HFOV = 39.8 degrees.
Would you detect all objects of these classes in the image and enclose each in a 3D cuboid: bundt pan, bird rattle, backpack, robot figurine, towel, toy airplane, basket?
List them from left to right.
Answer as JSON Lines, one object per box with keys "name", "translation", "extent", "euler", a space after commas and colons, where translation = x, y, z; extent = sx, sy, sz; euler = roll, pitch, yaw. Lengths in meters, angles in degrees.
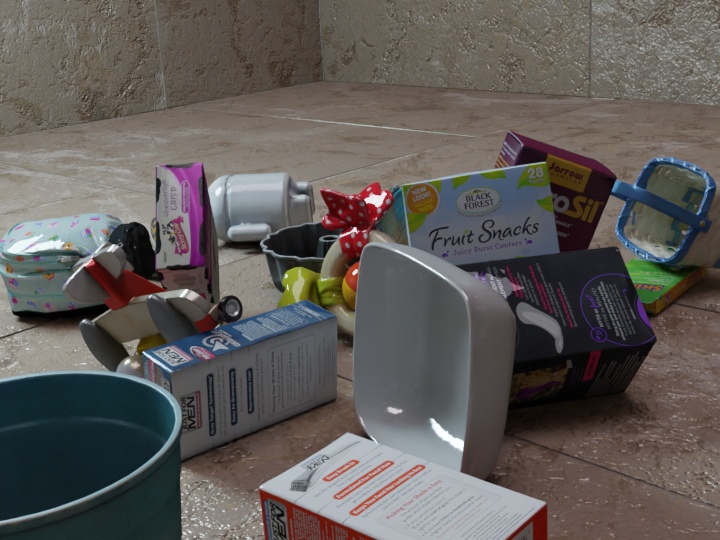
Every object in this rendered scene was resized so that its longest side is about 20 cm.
{"name": "backpack", "translation": [-0.398, -0.007, 1.383], "extent": [0.197, 0.128, 0.167], "euler": [-5, 20, 4]}
{"name": "toy airplane", "translation": [-0.235, 0.063, 1.074], "extent": [0.197, 0.142, 0.200], "euler": [11, -24, 9]}
{"name": "robot figurine", "translation": [-0.178, -0.105, 1.671], "extent": [0.197, 0.114, 0.170], "euler": [-1, 34, 5]}
{"name": "bundt pan", "translation": [-0.041, -0.010, 1.407], "extent": [0.199, 0.077, 0.202], "euler": [-2, 17, 1]}
{"name": "bird rattle", "translation": [0.000, 0.000, 1.210], "extent": [0.163, 0.201, 0.112], "euler": [41, 15, 27]}
{"name": "towel", "translation": [0.064, -0.028, 1.349], "extent": [0.022, 0.148, 0.200], "euler": [-26, 11, 18]}
{"name": "basket", "translation": [0.403, -0.083, 1.330], "extent": [0.199, 0.140, 0.176], "euler": [25, 9, -20]}

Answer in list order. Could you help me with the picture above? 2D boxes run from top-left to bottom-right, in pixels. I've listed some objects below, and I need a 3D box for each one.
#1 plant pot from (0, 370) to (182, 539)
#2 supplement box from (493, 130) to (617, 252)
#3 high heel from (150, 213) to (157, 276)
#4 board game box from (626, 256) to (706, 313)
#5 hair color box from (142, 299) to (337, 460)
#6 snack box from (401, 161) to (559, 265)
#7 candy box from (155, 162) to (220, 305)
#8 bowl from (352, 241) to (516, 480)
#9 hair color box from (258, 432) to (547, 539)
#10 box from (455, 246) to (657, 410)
{"name": "plant pot", "translation": [-0.200, 0.189, 0.620], "extent": [0.198, 0.190, 0.200], "euler": [-3, 18, 1]}
{"name": "supplement box", "translation": [0.214, -0.053, 1.238], "extent": [0.130, 0.202, 0.103], "euler": [17, 16, -6]}
{"name": "high heel", "translation": [-0.277, -0.052, 1.569], "extent": [0.141, 0.072, 0.200], "euler": [1, 35, 34]}
{"name": "board game box", "translation": [0.383, 0.016, 1.329], "extent": [0.095, 0.030, 0.199], "euler": [10, 19, 37]}
{"name": "hair color box", "translation": [-0.117, 0.107, 1.006], "extent": [0.199, 0.101, 0.060], "euler": [-17, 27, -37]}
{"name": "snack box", "translation": [0.141, -0.011, 1.133], "extent": [0.167, 0.202, 0.068], "euler": [-9, 1, 3]}
{"name": "candy box", "translation": [-0.211, -0.024, 1.225], "extent": [0.060, 0.138, 0.200], "euler": [-4, -24, -4]}
{"name": "bowl", "translation": [0.069, 0.081, 0.899], "extent": [0.074, 0.202, 0.200], "euler": [-6, 19, -29]}
{"name": "hair color box", "translation": [0.030, 0.197, 0.762], "extent": [0.199, 0.065, 0.110], "euler": [13, 25, 39]}
{"name": "box", "translation": [0.177, 0.062, 1.013], "extent": [0.198, 0.107, 0.123], "euler": [-6, 56, -12]}
